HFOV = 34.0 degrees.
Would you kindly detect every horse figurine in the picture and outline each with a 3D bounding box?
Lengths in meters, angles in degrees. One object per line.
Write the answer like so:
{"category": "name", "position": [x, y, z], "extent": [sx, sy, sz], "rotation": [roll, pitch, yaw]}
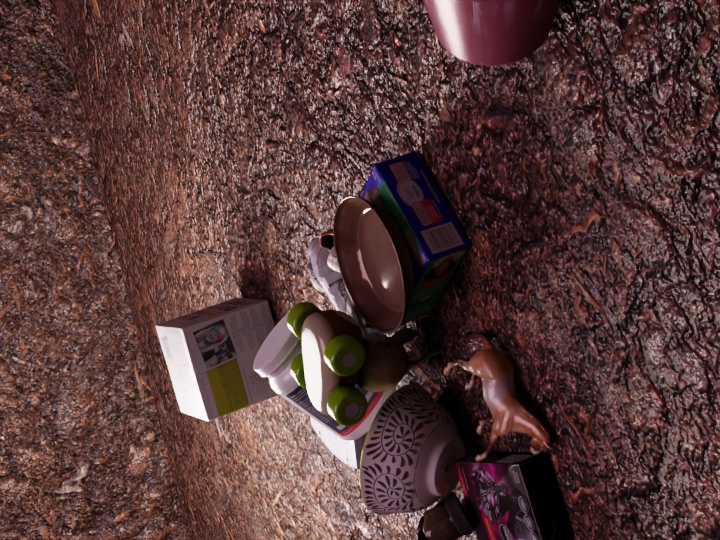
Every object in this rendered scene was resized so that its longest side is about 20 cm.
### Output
{"category": "horse figurine", "position": [0.178, 0.165, 1.584], "extent": [0.133, 0.050, 0.200], "rotation": [-41, 61, 52]}

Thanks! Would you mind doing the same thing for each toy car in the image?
{"category": "toy car", "position": [0.016, 0.120, 1.739], "extent": [0.164, 0.200, 0.158], "rotation": [36, 133, 57]}

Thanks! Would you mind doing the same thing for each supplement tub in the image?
{"category": "supplement tub", "position": [-0.056, 0.165, 1.884], "extent": [0.200, 0.140, 0.140], "rotation": [37, 162, -15]}

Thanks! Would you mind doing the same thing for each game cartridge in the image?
{"category": "game cartridge", "position": [-0.041, 0.281, 2.185], "extent": [0.200, 0.040, 0.133], "rotation": [34, 132, 56]}

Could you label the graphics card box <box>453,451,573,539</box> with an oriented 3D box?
{"category": "graphics card box", "position": [0.207, 0.316, 1.629], "extent": [0.200, 0.051, 0.126], "rotation": [-18, 89, 66]}

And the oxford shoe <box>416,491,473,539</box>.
{"category": "oxford shoe", "position": [0.120, 0.378, 1.768], "extent": [0.073, 0.084, 0.200], "rotation": [60, -179, 16]}

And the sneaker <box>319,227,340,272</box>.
{"category": "sneaker", "position": [0.000, 0.000, 1.844], "extent": [0.200, 0.085, 0.073], "rotation": [48, 145, 42]}

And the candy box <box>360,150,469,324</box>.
{"category": "candy box", "position": [0.061, -0.041, 1.685], "extent": [0.169, 0.077, 0.200], "rotation": [62, 156, 22]}

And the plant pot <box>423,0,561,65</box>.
{"category": "plant pot", "position": [0.136, -0.317, 1.215], "extent": [0.200, 0.200, 0.179], "rotation": [58, 168, 32]}

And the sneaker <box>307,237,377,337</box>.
{"category": "sneaker", "position": [-0.016, 0.031, 1.917], "extent": [0.200, 0.075, 0.115], "rotation": [68, 156, 0]}

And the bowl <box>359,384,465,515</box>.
{"category": "bowl", "position": [0.094, 0.275, 1.734], "extent": [0.094, 0.201, 0.201], "rotation": [13, 120, 33]}

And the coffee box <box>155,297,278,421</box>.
{"category": "coffee box", "position": [-0.285, 0.180, 2.457], "extent": [0.200, 0.198, 0.200], "rotation": [1, 108, 65]}

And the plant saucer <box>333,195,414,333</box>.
{"category": "plant saucer", "position": [0.024, -0.012, 1.647], "extent": [0.200, 0.037, 0.201], "rotation": [44, 143, 47]}
